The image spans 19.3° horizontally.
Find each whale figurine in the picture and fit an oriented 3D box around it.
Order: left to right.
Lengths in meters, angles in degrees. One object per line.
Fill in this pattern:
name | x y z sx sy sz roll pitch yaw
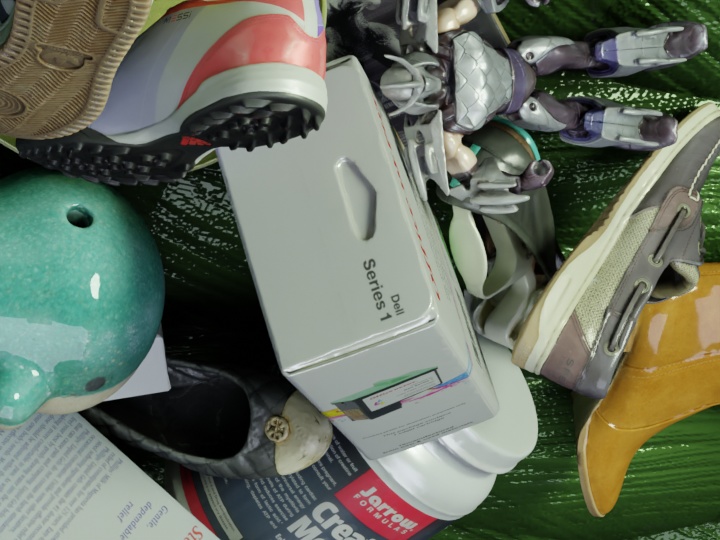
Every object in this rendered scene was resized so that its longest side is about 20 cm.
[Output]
whale figurine | -0.193 0.003 1.083 0.199 0.160 0.104 2 143 -31

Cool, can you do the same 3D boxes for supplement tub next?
supplement tub | -0.007 0.109 1.277 0.200 0.141 0.140 -37 134 25

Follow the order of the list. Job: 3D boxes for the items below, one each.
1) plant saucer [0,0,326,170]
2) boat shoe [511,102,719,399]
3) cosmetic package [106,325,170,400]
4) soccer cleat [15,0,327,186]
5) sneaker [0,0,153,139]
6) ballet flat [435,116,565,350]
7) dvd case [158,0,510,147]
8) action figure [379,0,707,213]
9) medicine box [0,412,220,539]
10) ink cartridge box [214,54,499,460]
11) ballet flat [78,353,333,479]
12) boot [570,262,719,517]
plant saucer | -0.116 -0.134 1.043 0.198 0.031 0.201 -3 130 -3
boat shoe | 0.157 -0.009 1.168 0.065 0.200 0.072 36 150 8
cosmetic package | -0.211 0.038 1.188 0.198 0.083 0.051 -9 139 -6
soccer cleat | -0.090 -0.089 1.007 0.068 0.074 0.199 17 160 -41
sneaker | -0.129 -0.135 0.920 0.070 0.109 0.200 15 157 -20
ballet flat | 0.085 -0.001 1.208 0.069 0.068 0.201 -50 136 -21
dvd case | -0.004 -0.121 1.118 0.148 0.016 0.200 -23 138 11
action figure | 0.086 -0.098 1.091 0.199 0.069 0.131 -4 103 -40
medicine box | -0.177 0.192 1.252 0.200 0.103 0.182 41 142 -3
ink cartridge box | 0.000 0.000 1.095 0.083 0.146 0.200 -20 160 6
ballet flat | -0.111 0.079 1.217 0.198 0.067 0.057 11 177 17
boot | 0.204 0.078 1.344 0.143 0.071 0.202 -5 131 6
